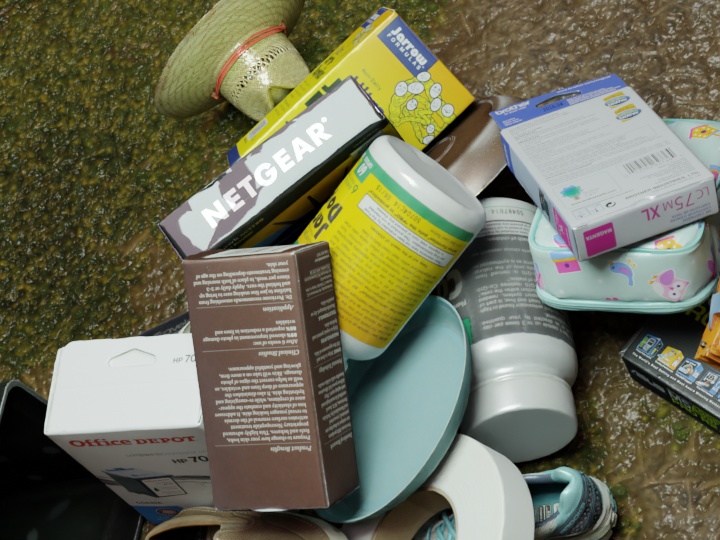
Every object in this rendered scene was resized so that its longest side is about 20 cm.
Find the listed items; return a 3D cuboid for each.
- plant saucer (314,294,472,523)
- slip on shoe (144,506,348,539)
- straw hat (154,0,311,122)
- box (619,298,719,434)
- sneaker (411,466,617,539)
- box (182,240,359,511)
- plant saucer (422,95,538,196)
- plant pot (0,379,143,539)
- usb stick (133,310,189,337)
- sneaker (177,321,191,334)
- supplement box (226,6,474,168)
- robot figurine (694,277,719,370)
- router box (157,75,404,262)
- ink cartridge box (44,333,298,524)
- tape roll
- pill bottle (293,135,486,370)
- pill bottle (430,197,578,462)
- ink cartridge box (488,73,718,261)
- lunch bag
[{"bbox_3d":[0.025,0.115,1.562,0.200,0.027,0.200,-39,33,33],"label":"plant saucer"},{"bbox_3d":[-0.093,0.228,1.566,0.200,0.061,0.076,8,95,44],"label":"slip on shoe"},{"bbox_3d":[-0.091,-0.183,1.807,0.201,0.201,0.085,-42,76,-5],"label":"straw hat"},{"bbox_3d":[0.334,0.064,1.555,0.200,0.044,0.160,34,78,34],"label":"box"},{"bbox_3d":[0.098,0.198,1.547,0.200,0.086,0.078,-22,56,15],"label":"sneaker"},{"bbox_3d":[-0.068,0.081,1.502,0.100,0.075,0.201,-4,96,23],"label":"box"},{"bbox_3d":[0.069,-0.088,1.689,0.200,0.032,0.200,-41,14,12],"label":"plant saucer"},{"bbox_3d":[-0.324,0.226,1.653,0.177,0.199,0.200,-6,59,33],"label":"plant pot"},{"bbox_3d":[-0.176,0.072,1.771,0.200,0.033,0.056,-26,48,7],"label":"usb stick"},{"bbox_3d":[-0.096,0.056,1.685,0.115,0.200,0.076,-28,78,41],"label":"sneaker"},{"bbox_3d":[-0.011,-0.127,1.733,0.200,0.109,0.110,-44,11,3],"label":"supplement box"},{"bbox_3d":[0.343,0.001,1.495,0.145,0.058,0.200,28,78,-9],"label":"robot figurine"},{"bbox_3d":[-0.060,-0.069,1.605,0.200,0.149,0.051,-38,79,4],"label":"router box"},{"bbox_3d":[-0.149,0.136,1.617,0.146,0.200,0.086,-5,61,22],"label":"ink cartridge box"},{"bbox_3d":[0.050,0.223,1.497,0.203,0.037,0.203,-34,41,35],"label":"tape roll"},{"bbox_3d":[0.000,0.000,1.565,0.200,0.113,0.113,-52,53,13],"label":"pill bottle"},{"bbox_3d":[0.119,0.050,1.611,0.113,0.113,0.200,-16,56,13],"label":"pill bottle"},{"bbox_3d":[0.189,-0.086,1.543,0.119,0.042,0.200,-19,36,-7],"label":"ink cartridge box"},{"bbox_3d":[0.223,-0.047,1.578,0.160,0.077,0.200,-1,35,24],"label":"lunch bag"}]
